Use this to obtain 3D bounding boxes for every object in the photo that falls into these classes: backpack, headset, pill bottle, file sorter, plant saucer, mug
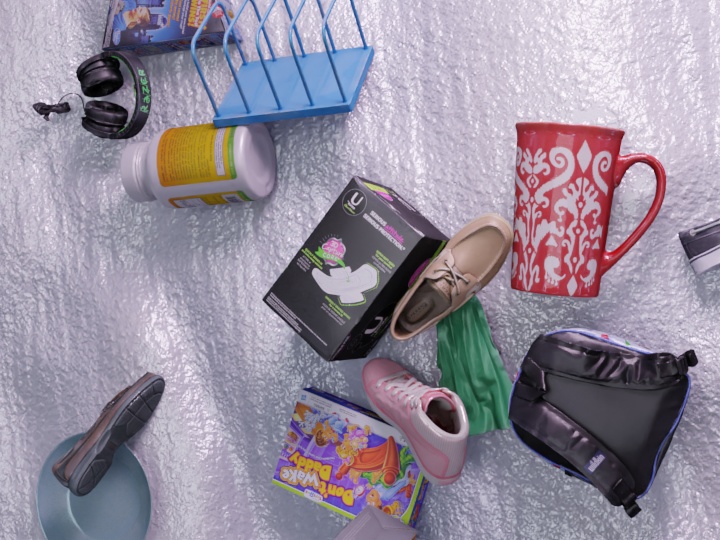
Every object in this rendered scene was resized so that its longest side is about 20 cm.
[{"bbox_3d":[0.274,0.155,1.281,0.189,0.154,0.202,24,89,9],"label":"backpack"},{"bbox_3d":[-0.385,-0.249,1.569,0.198,0.093,0.125,-2,94,41],"label":"headset"},{"bbox_3d":[-0.226,-0.145,1.501,0.198,0.111,0.113,-4,87,20],"label":"pill bottle"},{"bbox_3d":[-0.103,-0.286,1.422,0.197,0.124,0.140,-3,42,20],"label":"file sorter"},{"bbox_3d":[-0.380,0.335,1.582,0.198,0.039,0.204,-1,87,21],"label":"plant saucer"},{"bbox_3d":[0.259,-0.071,1.301,0.176,0.133,0.203,9,95,42],"label":"mug"}]

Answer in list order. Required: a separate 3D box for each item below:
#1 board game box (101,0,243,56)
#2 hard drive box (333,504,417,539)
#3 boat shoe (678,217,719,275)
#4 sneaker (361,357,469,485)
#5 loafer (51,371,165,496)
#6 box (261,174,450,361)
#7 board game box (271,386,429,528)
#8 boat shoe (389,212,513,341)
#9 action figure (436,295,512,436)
[{"bbox_3d":[-0.255,-0.395,1.548,0.198,0.062,0.203,12,92,20],"label":"board game box"},{"bbox_3d":[-0.017,0.420,1.355,0.076,0.156,0.202,25,113,18],"label":"hard drive box"},{"bbox_3d":[0.468,-0.068,1.263,0.199,0.072,0.068,-30,80,24],"label":"boat shoe"},{"bbox_3d":[0.072,0.162,1.360,0.201,0.075,0.105,54,149,35],"label":"sneaker"},{"bbox_3d":[-0.358,0.219,1.529,0.062,0.072,0.201,26,67,24],"label":"loafer"},{"bbox_3d":[0.000,0.000,1.391,0.124,0.148,0.201,42,102,17],"label":"box"},{"bbox_3d":[-0.005,0.254,1.439,0.198,0.045,0.136,19,95,20],"label":"board game box"},{"bbox_3d":[0.111,0.015,1.324,0.071,0.065,0.200,41,114,2],"label":"boat shoe"},{"bbox_3d":[0.139,0.106,1.385,0.117,0.055,0.203,-15,87,21],"label":"action figure"}]
